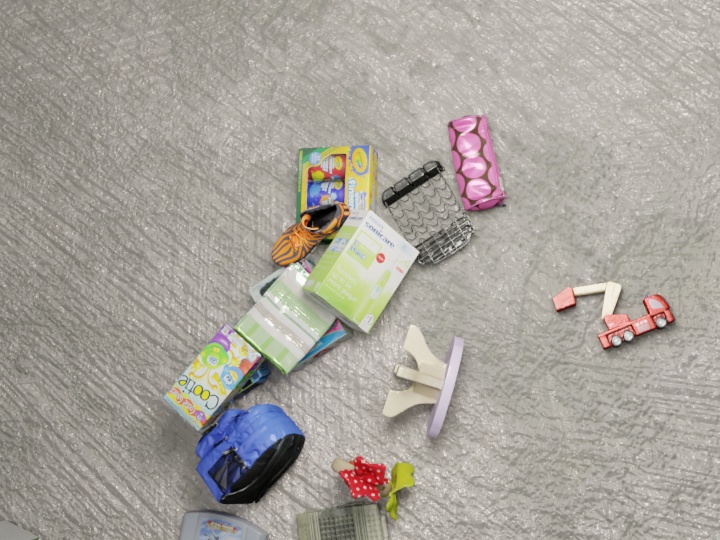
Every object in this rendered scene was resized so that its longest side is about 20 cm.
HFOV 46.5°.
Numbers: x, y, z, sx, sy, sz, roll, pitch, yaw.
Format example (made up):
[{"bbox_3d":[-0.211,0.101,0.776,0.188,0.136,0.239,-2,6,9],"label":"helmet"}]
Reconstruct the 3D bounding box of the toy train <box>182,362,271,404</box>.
[{"bbox_3d":[-0.296,0.231,1.813,0.199,0.087,0.115,-34,80,9],"label":"toy train"}]

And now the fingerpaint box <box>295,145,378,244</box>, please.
[{"bbox_3d":[-0.050,-0.161,1.801,0.165,0.073,0.203,0,83,16],"label":"fingerpaint box"}]

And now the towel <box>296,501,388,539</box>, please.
[{"bbox_3d":[-0.030,0.582,1.716,0.190,0.034,0.203,-12,81,17],"label":"towel"}]

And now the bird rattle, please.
[{"bbox_3d":[0.008,0.416,1.648,0.162,0.199,0.114,12,81,42],"label":"bird rattle"}]

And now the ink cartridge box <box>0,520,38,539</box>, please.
[{"bbox_3d":[-0.820,0.611,1.846,0.103,0.200,0.060,18,87,18],"label":"ink cartridge box"}]

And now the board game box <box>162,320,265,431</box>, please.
[{"bbox_3d":[-0.291,0.213,1.718,0.103,0.105,0.200,41,94,6],"label":"board game box"}]

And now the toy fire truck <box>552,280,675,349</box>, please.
[{"bbox_3d":[0.488,0.075,1.625,0.198,0.049,0.142,-24,76,11],"label":"toy fire truck"}]

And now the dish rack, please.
[{"bbox_3d":[0.144,-0.118,1.752,0.153,0.055,0.201,-32,77,11],"label":"dish rack"}]

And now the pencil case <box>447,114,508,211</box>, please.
[{"bbox_3d":[0.240,-0.224,1.722,0.093,0.090,0.202,-23,75,43],"label":"pencil case"}]

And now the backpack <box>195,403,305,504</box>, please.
[{"bbox_3d":[-0.229,0.363,1.732,0.200,0.162,0.168,-44,70,7],"label":"backpack"}]

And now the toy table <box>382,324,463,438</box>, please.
[{"bbox_3d":[0.123,0.216,1.653,0.116,0.184,0.202,17,75,2],"label":"toy table"}]

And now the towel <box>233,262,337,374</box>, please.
[{"bbox_3d":[-0.140,0.093,1.697,0.149,0.031,0.200,39,61,5],"label":"towel"}]

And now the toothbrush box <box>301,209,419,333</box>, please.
[{"bbox_3d":[0.000,0.000,1.689,0.145,0.086,0.201,39,77,-24],"label":"toothbrush box"}]

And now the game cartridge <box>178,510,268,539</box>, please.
[{"bbox_3d":[-0.298,0.587,1.786,0.198,0.041,0.135,9,89,17],"label":"game cartridge"}]

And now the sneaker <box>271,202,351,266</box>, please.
[{"bbox_3d":[-0.116,-0.081,1.716,0.199,0.112,0.078,-37,79,13],"label":"sneaker"}]

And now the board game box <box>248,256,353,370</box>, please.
[{"bbox_3d":[-0.127,0.090,1.794,0.147,0.064,0.201,-33,76,9],"label":"board game box"}]
